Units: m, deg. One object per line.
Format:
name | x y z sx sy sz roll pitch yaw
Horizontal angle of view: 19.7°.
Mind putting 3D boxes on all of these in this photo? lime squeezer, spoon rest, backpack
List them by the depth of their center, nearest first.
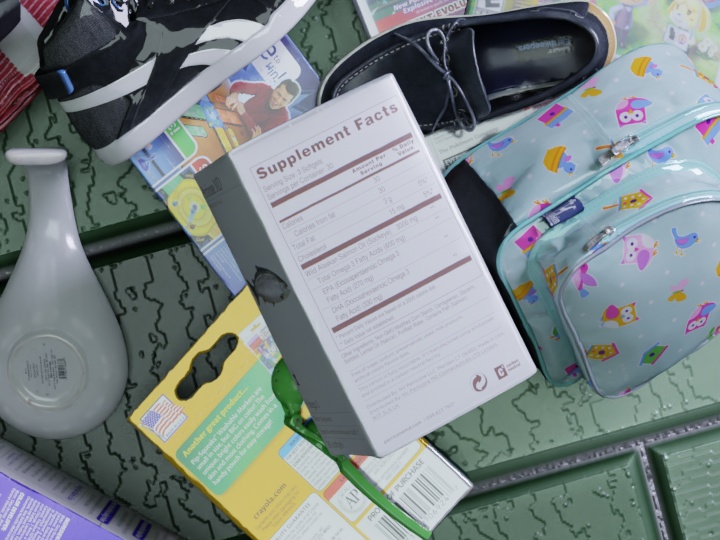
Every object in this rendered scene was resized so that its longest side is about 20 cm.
backpack | 0.169 -0.034 1.307 0.200 0.176 0.153 -39 48 -9
lime squeezer | -0.018 0.088 1.335 0.070 0.038 0.202 -19 91 -32
spoon rest | -0.204 0.014 1.371 0.098 0.061 0.202 0 105 0

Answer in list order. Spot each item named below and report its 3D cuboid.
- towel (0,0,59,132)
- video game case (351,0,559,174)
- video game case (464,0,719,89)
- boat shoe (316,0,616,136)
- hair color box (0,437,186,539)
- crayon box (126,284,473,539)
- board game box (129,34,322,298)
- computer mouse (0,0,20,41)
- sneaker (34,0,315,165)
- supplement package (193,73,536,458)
towel | -0.236 -0.188 1.358 0.200 0.023 0.144 -46 74 0
video game case | 0.109 -0.159 1.383 0.199 0.023 0.184 -22 92 1
video game case | 0.181 -0.217 1.359 0.198 0.022 0.184 13 91 -1
boat shoe | 0.065 -0.127 1.324 0.198 0.062 0.075 -13 99 8
hair color box | -0.185 0.177 1.342 0.199 0.109 0.065 28 91 -1
crayon box | -0.040 0.118 1.372 0.200 0.052 0.126 43 90 -2
board game box | -0.090 -0.101 1.373 0.135 0.034 0.201 -37 92 -1
computer mouse | -0.260 -0.187 1.317 0.200 0.046 0.141 -41 50 17
sneaker | -0.118 -0.168 1.302 0.200 0.073 0.112 -41 112 1
supplement package | 0.000 0.000 1.262 0.117 0.117 0.201 -27 93 -15
